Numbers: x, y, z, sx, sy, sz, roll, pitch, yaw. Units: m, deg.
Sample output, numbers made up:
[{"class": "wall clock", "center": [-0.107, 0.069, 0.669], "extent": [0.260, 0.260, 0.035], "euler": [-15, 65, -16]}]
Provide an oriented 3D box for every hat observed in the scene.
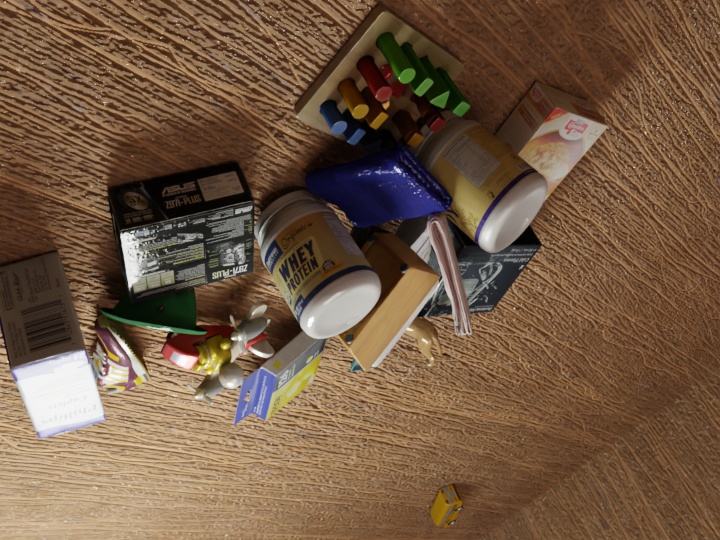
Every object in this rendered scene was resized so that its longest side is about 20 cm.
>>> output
[{"class": "hat", "center": [-0.300, -0.001, 1.334], "extent": [0.199, 0.163, 0.180], "euler": [14, 88, -58]}]

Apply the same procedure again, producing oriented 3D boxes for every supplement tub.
[{"class": "supplement tub", "center": [0.179, -0.143, 1.320], "extent": [0.145, 0.200, 0.146], "euler": [-38, 156, -20]}, {"class": "supplement tub", "center": [-0.071, -0.012, 1.325], "extent": [0.143, 0.201, 0.145], "euler": [-27, 153, -15]}]

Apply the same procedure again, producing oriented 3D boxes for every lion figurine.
[{"class": "lion figurine", "center": [0.087, 0.100, 1.553], "extent": [0.197, 0.073, 0.123], "euler": [23, 153, 5]}]

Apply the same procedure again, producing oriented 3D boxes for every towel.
[{"class": "towel", "center": [0.028, -0.129, 1.291], "extent": [0.198, 0.050, 0.147], "euler": [-6, 149, 43]}, {"class": "towel", "center": [0.144, -0.006, 1.374], "extent": [0.032, 0.195, 0.200], "euler": [-14, -172, 7]}]

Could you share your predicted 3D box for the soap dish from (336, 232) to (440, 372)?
[{"class": "soap dish", "center": [0.024, 0.044, 1.406], "extent": [0.081, 0.157, 0.201], "euler": [33, 98, -40]}]

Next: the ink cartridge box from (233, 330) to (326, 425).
[{"class": "ink cartridge box", "center": [-0.155, 0.213, 1.637], "extent": [0.200, 0.047, 0.199], "euler": [-41, 163, -32]}]

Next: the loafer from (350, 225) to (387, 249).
[{"class": "loafer", "center": [0.000, 0.000, 1.520], "extent": [0.070, 0.074, 0.202], "euler": [-2, 138, -30]}]

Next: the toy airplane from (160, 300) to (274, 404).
[{"class": "toy airplane", "center": [-0.233, 0.148, 1.486], "extent": [0.196, 0.142, 0.201], "euler": [-25, 146, -5]}]

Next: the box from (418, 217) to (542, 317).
[{"class": "box", "center": [0.200, -0.024, 1.593], "extent": [0.197, 0.125, 0.198], "euler": [-2, 141, -33]}]

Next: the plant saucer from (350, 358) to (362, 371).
[{"class": "plant saucer", "center": [0.034, 0.145, 1.788], "extent": [0.069, 0.019, 0.202], "euler": [-7, 141, -29]}]

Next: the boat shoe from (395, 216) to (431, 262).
[{"class": "boat shoe", "center": [0.090, -0.027, 1.499], "extent": [0.065, 0.073, 0.202], "euler": [33, 88, -38]}]

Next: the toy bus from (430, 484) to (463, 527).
[{"class": "toy bus", "center": [0.282, 0.781, 2.760], "extent": [0.077, 0.066, 0.202], "euler": [-13, 144, -20]}]

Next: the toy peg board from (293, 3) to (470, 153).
[{"class": "toy peg board", "center": [0.044, -0.241, 1.215], "extent": [0.198, 0.099, 0.199], "euler": [17, 125, -47]}]

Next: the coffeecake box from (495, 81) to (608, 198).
[{"class": "coffeecake box", "center": [0.308, -0.213, 1.464], "extent": [0.151, 0.074, 0.201], "euler": [6, 133, -39]}]

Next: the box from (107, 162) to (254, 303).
[{"class": "box", "center": [-0.261, -0.056, 1.247], "extent": [0.196, 0.087, 0.165], "euler": [-15, 144, -19]}]

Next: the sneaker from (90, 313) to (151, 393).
[{"class": "sneaker", "center": [-0.422, 0.150, 1.414], "extent": [0.089, 0.075, 0.201], "euler": [-27, 146, -11]}]

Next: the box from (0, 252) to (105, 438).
[{"class": "box", "center": [-0.461, 0.113, 1.238], "extent": [0.103, 0.186, 0.202], "euler": [-16, 144, -18]}]
